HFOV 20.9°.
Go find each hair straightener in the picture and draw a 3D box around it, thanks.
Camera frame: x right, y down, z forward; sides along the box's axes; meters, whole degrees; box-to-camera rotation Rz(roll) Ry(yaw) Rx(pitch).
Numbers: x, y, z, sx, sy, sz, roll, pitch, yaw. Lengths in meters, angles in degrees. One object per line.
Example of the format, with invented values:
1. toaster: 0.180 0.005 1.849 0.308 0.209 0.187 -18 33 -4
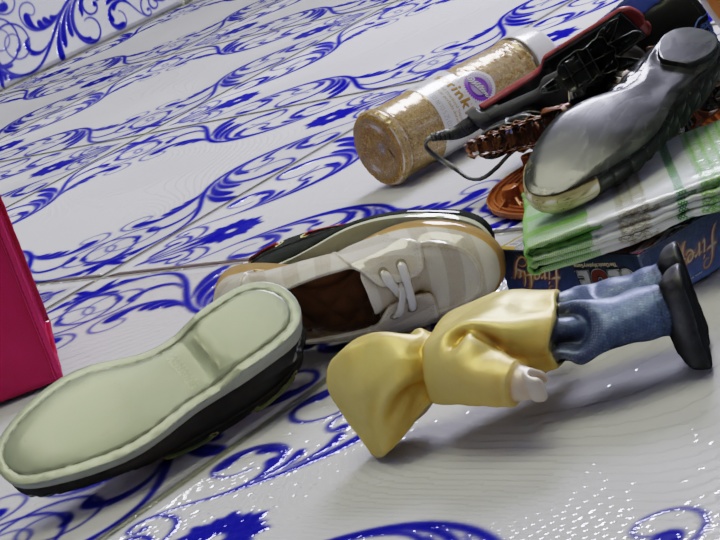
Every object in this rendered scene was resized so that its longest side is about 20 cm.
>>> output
1. hair straightener: 0.127 -0.120 1.436 0.199 0.041 0.077 -24 44 31

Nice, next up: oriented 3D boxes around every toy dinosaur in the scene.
1. toy dinosaur: 0.176 -0.105 1.345 0.199 0.103 0.136 -36 -4 11

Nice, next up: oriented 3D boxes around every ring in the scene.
1. ring: 0.184 -0.085 1.421 0.199 0.019 0.201 -19 15 5

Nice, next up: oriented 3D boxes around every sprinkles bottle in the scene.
1. sprinkles bottle: 0.086 -0.141 1.663 0.199 0.069 0.068 -30 17 -32

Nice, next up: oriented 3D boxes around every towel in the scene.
1. towel: 0.191 -0.052 1.144 0.198 0.031 0.149 -20 12 11

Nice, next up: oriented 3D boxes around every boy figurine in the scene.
1. boy figurine: 0.078 0.045 1.002 0.198 0.065 0.124 -19 15 10

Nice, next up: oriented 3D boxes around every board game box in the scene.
1. board game box: 0.199 -0.037 1.191 0.199 0.035 0.135 -28 16 -29

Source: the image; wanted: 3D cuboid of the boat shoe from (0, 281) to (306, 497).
1. boat shoe: -0.119 0.082 1.152 0.200 0.061 0.072 -29 56 -14

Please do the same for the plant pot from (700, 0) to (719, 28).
1. plant pot: 0.361 -0.264 1.529 0.183 0.201 0.200 -39 18 -9

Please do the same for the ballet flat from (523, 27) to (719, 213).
1. ballet flat: 0.165 -0.083 1.176 0.066 0.057 0.200 22 43 32

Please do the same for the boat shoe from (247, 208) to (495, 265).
1. boat shoe: -0.001 -0.002 1.260 0.200 0.074 0.063 -18 22 27

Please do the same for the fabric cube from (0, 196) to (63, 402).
1. fabric cube: -0.353 0.009 1.459 0.198 0.198 0.200 -22 14 -7

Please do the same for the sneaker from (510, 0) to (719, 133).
1. sneaker: 0.185 -0.144 1.482 0.200 0.078 0.070 -38 1 41

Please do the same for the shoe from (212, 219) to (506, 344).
1. shoe: -0.005 0.019 1.205 0.198 0.070 0.053 -11 27 23
